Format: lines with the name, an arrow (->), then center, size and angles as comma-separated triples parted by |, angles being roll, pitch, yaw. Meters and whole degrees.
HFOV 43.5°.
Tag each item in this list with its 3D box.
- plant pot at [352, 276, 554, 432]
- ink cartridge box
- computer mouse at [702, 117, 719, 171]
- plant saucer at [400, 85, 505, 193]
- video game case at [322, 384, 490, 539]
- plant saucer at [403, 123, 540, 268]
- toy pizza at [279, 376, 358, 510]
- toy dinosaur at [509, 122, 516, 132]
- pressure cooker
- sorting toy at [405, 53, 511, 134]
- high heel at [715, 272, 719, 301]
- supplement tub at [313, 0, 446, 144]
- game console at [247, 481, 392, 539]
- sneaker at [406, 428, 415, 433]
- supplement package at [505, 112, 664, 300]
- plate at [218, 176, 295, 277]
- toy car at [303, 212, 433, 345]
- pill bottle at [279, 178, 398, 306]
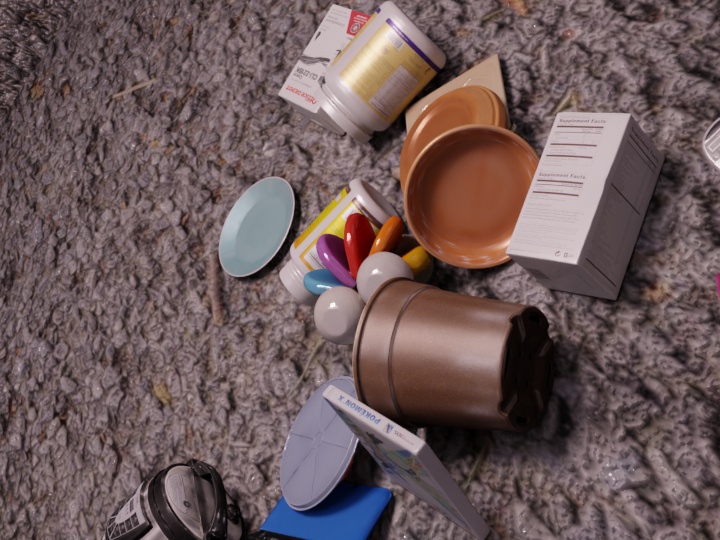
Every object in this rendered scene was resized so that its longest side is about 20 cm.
plant pot -> 0.126, 0.114, 1.133 | 0.196, 0.200, 0.203 | 4, 69, 36
ink cartridge box -> -0.041, -0.366, 1.644 | 0.144, 0.083, 0.202 | 34, 93, 48
computer mouse -> 0.470, -0.106, 1.024 | 0.110, 0.044, 0.201 | -46, 48, 21
plant saucer -> 0.125, -0.185, 1.323 | 0.199, 0.037, 0.203 | -32, 44, 37
video game case -> 0.056, 0.236, 1.111 | 0.022, 0.201, 0.181 | -47, 39, -17
plant saucer -> 0.157, -0.102, 1.231 | 0.200, 0.200, 0.038 | -43, 13, 17
toy pizza -> -0.050, 0.250, 1.301 | 0.200, 0.031, 0.202 | -43, 31, 33
toy dinosaur -> 0.167, -0.117, 1.309 | 0.200, 0.047, 0.089 | -42, 61, 32
pressure cooker -> -0.273, 0.391, 1.362 | 0.200, 0.178, 0.176 | -45, 78, 14
sorting toy -> 0.153, -0.225, 1.413 | 0.184, 0.036, 0.202 | -26, 46, 32
high heel -> 0.394, 0.091, 0.956 | 0.095, 0.067, 0.202 | 13, 73, 41
supplement tub -> 0.030, -0.327, 1.504 | 0.200, 0.145, 0.146 | -46, 43, 14
game console -> -0.050, 0.395, 1.255 | 0.198, 0.117, 0.174 | -4, 95, 44
sneaker -> 0.044, 0.141, 1.274 | 0.080, 0.070, 0.203 | -6, 63, 45
supplement package -> 0.284, -0.083, 1.136 | 0.109, 0.113, 0.203 | 11, 73, 46
plate -> -0.186, -0.077, 1.661 | 0.198, 0.025, 0.203 | -24, 51, 34
toy car -> 0.000, 0.000, 1.299 | 0.199, 0.151, 0.175 | -38, 1, 23
pill bottle -> -0.036, -0.040, 1.428 | 0.200, 0.109, 0.110 | -45, 43, 15
